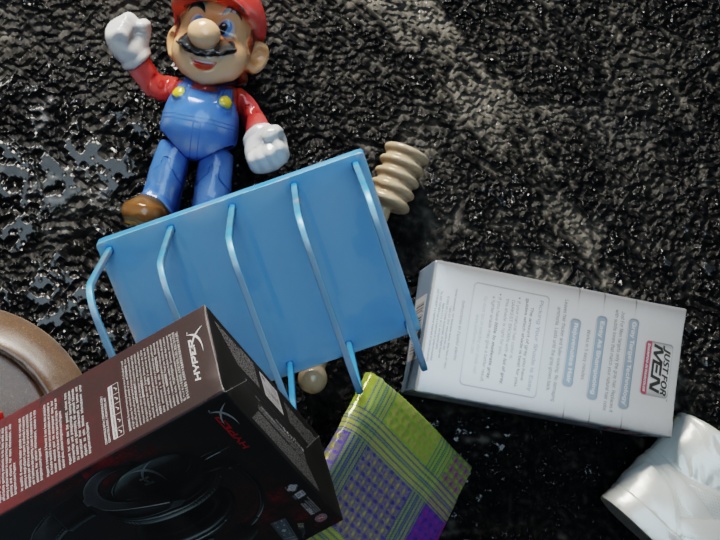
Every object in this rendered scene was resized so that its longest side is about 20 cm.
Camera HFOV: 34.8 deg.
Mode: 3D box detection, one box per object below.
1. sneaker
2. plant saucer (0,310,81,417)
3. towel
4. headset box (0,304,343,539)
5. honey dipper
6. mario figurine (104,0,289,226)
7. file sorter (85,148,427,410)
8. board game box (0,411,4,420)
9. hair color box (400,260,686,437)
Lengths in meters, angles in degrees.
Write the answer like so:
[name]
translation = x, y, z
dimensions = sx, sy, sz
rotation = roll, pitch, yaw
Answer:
[sneaker]
translation = 0.293, 0.199, 0.871
dimensions = 0.200, 0.074, 0.116
rotation = 43, 81, 0
[plant saucer]
translation = -0.287, 0.123, 0.809
dimensions = 0.199, 0.032, 0.202
rotation = 2, 82, -10
[towel]
translation = -0.004, 0.189, 0.800
dimensions = 0.144, 0.023, 0.201
rotation = 47, 63, -36
[headset box]
translation = -0.135, 0.133, 0.692
dimensions = 0.199, 0.077, 0.149
rotation = -29, 132, 6
[honey dipper]
translation = 0.000, 0.000, 0.873
dimensions = 0.038, 0.038, 0.201
rotation = 22, 82, -5
[mario figurine]
translation = -0.120, -0.125, 0.831
dimensions = 0.123, 0.106, 0.202
rotation = 11, 86, -36
[file sorter]
translation = -0.066, 0.026, 0.774
dimensions = 0.199, 0.123, 0.140
rotation = -19, 107, 0
[board game box]
translation = -0.288, 0.198, 0.737
dimensions = 0.150, 0.046, 0.202
rotation = -6, 94, 20
[hair color box]
translation = 0.139, 0.062, 0.872
dimensions = 0.198, 0.061, 0.100
rotation = 11, 80, -7
